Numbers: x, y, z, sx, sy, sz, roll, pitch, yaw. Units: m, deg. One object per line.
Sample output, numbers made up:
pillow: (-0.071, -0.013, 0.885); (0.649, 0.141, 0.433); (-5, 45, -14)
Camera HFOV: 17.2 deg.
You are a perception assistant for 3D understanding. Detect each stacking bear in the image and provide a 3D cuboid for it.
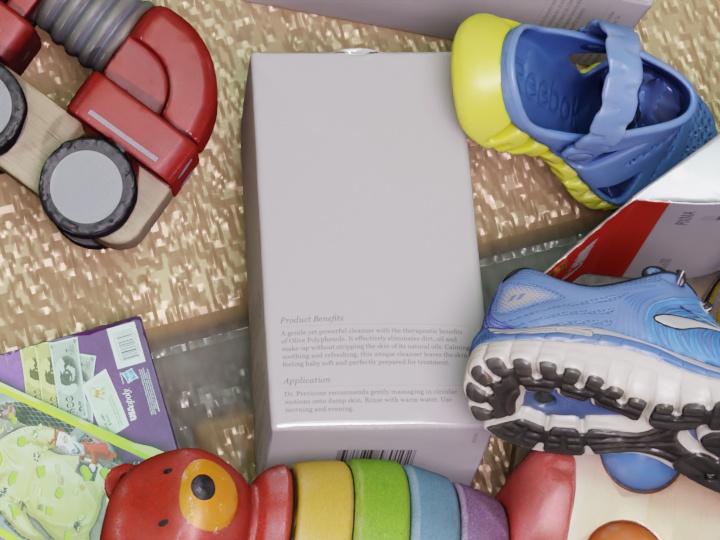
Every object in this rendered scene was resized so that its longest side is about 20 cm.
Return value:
stacking bear: (-0.017, 0.130, 1.048); (0.198, 0.114, 0.122); (12, 56, -10)

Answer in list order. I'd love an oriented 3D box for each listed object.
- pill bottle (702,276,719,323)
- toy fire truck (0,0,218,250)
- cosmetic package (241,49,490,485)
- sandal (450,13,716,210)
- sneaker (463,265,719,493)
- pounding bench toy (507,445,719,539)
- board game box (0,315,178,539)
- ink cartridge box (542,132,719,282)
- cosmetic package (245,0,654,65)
pill bottle: (0.238, 0.024, 1.145); (0.113, 0.200, 0.115); (2, 77, -8)
toy fire truck: (-0.132, -0.131, 1.178); (0.175, 0.129, 0.201); (35, 86, 0)
cosmetic package: (0.000, 0.000, 1.143); (0.107, 0.085, 0.202); (1, 61, -7)
sandal: (0.128, -0.076, 1.166); (0.086, 0.199, 0.080); (-3, 82, 35)
sneaker: (0.147, 0.039, 1.041); (0.198, 0.079, 0.090); (15, 50, -4)
pounding bench toy: (0.134, 0.161, 1.124); (0.123, 0.156, 0.202); (12, 77, -6)
board game box: (-0.137, 0.134, 1.156); (0.119, 0.032, 0.202); (-14, 80, -14)
ink cartridge box: (0.158, -0.018, 1.155); (0.199, 0.160, 0.047); (-37, 82, -9)
cosmetic package: (0.045, -0.172, 1.207); (0.198, 0.108, 0.086); (11, 76, -7)
